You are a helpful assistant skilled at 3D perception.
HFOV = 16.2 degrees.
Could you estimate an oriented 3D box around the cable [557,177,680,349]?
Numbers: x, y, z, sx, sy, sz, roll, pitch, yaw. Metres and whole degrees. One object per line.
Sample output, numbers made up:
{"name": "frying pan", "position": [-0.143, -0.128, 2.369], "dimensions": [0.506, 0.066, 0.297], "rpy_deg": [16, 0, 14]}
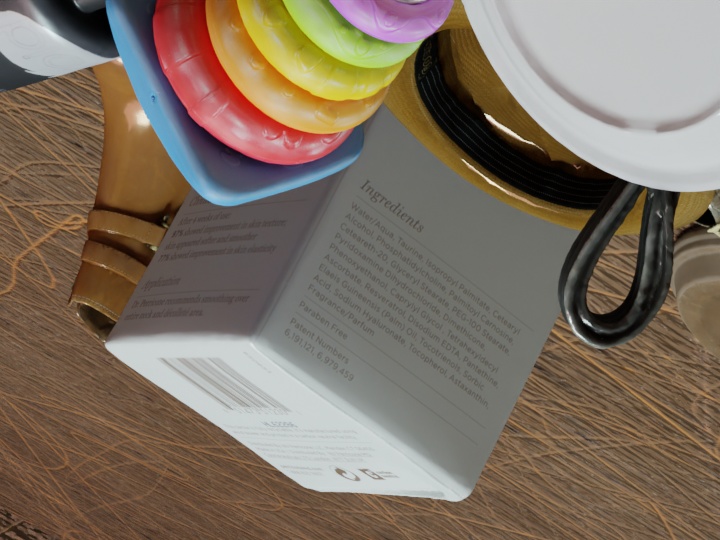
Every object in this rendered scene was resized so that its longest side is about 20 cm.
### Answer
{"name": "cable", "position": [0.142, -0.058, 1.086], "dimensions": [0.097, 0.200, 0.050], "rpy_deg": [35, -175, -23]}

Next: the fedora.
{"name": "fedora", "position": [0.094, -0.098, 1.193], "dimensions": [0.201, 0.082, 0.201], "rpy_deg": [25, 157, 11]}

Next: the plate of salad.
{"name": "plate of salad", "position": [0.118, -0.129, 1.036], "dimensions": [0.200, 0.048, 0.200], "rpy_deg": [23, 127, 34]}

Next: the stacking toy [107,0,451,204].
{"name": "stacking toy", "position": [-0.005, -0.121, 1.071], "dimensions": [0.200, 0.110, 0.116], "rpy_deg": [-33, 82, 47]}

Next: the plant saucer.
{"name": "plant saucer", "position": [0.261, 0.038, 1.416], "dimensions": [0.200, 0.029, 0.200], "rpy_deg": [24, 161, 8]}

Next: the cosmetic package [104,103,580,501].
{"name": "cosmetic package", "position": [0.000, 0.000, 1.402], "dimensions": [0.166, 0.200, 0.167], "rpy_deg": [37, 160, -26]}

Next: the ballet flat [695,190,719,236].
{"name": "ballet flat", "position": [0.135, -0.057, 1.303], "dimensions": [0.200, 0.046, 0.067], "rpy_deg": [28, 163, -2]}

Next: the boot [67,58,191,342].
{"name": "boot", "position": [-0.145, -0.051, 1.542], "dimensions": [0.077, 0.155, 0.200], "rpy_deg": [22, 161, 18]}

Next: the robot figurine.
{"name": "robot figurine", "position": [-0.182, -0.160, 1.313], "dimensions": [0.200, 0.125, 0.150], "rpy_deg": [-12, 146, 37]}
